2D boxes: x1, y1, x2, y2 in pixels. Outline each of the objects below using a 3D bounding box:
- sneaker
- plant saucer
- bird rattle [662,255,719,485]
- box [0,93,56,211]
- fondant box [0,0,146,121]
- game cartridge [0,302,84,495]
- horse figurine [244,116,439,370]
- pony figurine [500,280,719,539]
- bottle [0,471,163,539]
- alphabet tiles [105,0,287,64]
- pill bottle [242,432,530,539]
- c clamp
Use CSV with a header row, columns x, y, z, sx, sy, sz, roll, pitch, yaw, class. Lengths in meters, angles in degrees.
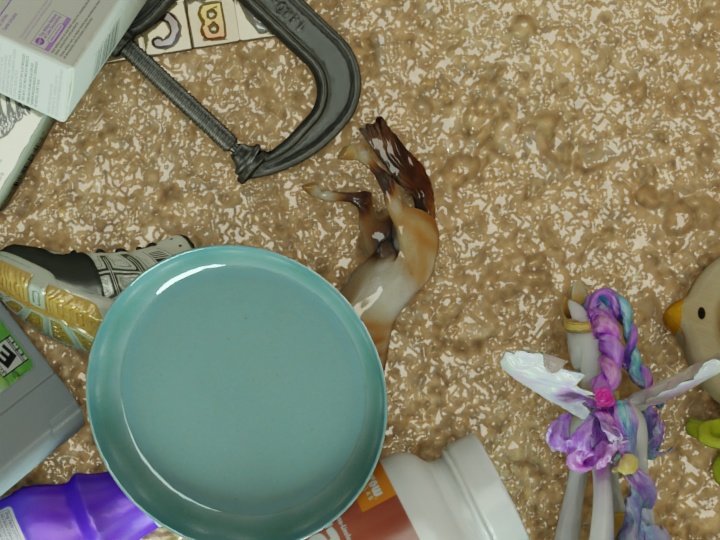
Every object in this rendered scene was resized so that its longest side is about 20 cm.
x,y,z,sx,sy,sz,roll,pitch,yaw,class
-0.150,0.013,1.418,0.199,0.076,0.088,19,66,1,sneaker
-0.078,0.080,1.351,0.198,0.027,0.202,2,101,10,plant saucer
0.297,0.050,1.420,0.199,0.113,0.163,-36,76,-5,bird rattle
-0.307,-0.123,1.400,0.199,0.068,0.083,29,89,-3,box
-0.244,-0.201,1.362,0.199,0.058,0.145,26,54,3,fondant box
-0.280,0.055,1.378,0.040,0.133,0.200,-36,94,39,game cartridge
0.000,0.000,1.413,0.132,0.050,0.201,34,78,-33,horse figurine
0.161,0.101,1.356,0.165,0.193,0.202,0,85,-9,pony figurine
-0.222,0.188,1.410,0.199,0.065,0.084,-27,93,-2,bottle
-0.160,-0.228,1.437,0.198,0.008,0.169,-10,92,-3,alphabet tiles
0.007,0.191,1.398,0.199,0.112,0.113,-28,92,-2,pill bottle
-0.107,-0.135,1.428,0.200,0.027,0.171,37,84,-1,c clamp
